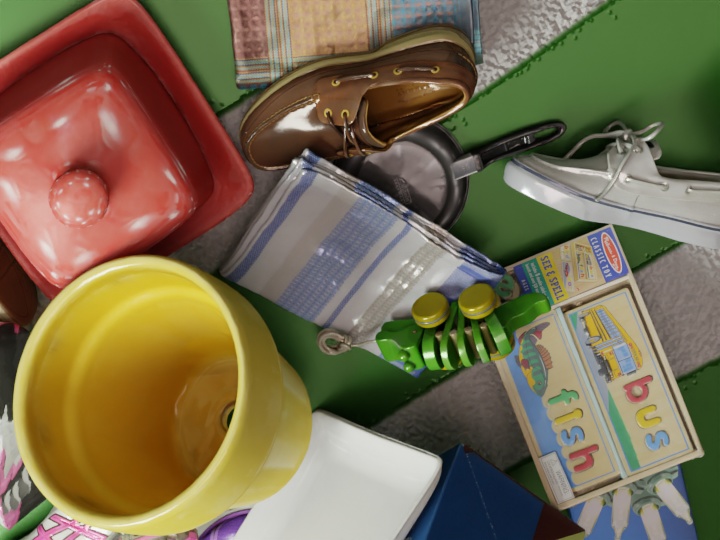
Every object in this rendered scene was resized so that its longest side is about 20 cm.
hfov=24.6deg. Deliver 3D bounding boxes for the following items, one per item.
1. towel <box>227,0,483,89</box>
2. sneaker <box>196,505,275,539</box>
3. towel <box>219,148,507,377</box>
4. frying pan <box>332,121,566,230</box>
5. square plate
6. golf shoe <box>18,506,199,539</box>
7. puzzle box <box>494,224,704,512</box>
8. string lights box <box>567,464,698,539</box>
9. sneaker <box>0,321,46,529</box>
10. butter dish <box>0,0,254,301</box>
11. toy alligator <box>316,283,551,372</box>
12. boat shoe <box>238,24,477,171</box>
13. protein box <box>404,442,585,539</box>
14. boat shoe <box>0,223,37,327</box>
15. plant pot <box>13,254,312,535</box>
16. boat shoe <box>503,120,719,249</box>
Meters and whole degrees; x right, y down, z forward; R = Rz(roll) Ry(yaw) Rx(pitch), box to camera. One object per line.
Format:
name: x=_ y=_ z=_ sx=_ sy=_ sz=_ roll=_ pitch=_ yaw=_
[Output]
towel: x=-0.005 y=-0.219 z=1.272 sx=0.197 sy=0.022 sz=0.148 roll=-6 pitch=108 yaw=-2
sneaker: x=-0.137 y=0.268 z=1.395 sx=0.199 sy=0.084 sz=0.081 roll=-29 pitch=109 yaw=5
towel: x=0.000 y=0.000 z=1.318 sx=0.199 sy=0.024 sz=0.147 roll=29 pitch=127 yaw=-15
frying pan: x=0.069 y=-0.066 z=1.327 sx=0.188 sy=0.031 sz=0.116 roll=4 pitch=110 yaw=-2
square plate: x=-0.032 y=0.216 z=1.296 sx=0.028 sy=0.197 sz=0.201 roll=38 pitch=77 yaw=-30
golf shoe: x=-0.228 y=0.216 z=1.388 sx=0.198 sy=0.073 sz=0.093 roll=-20 pitch=67 yaw=15
puzzle box: x=0.181 y=0.079 z=1.334 sx=0.132 sy=0.025 sz=0.202 roll=-22 pitch=80 yaw=3
string lights box: x=0.223 y=0.183 z=1.401 sx=0.102 sy=0.059 sz=0.202 roll=-15 pitch=108 yaw=5
sneaker: x=-0.298 y=0.114 z=1.344 sx=0.086 sy=0.080 sz=0.202 roll=23 pitch=128 yaw=32
butter dish: x=-0.206 y=-0.073 z=1.241 sx=0.198 sy=0.148 sz=0.201 roll=-30 pitch=108 yaw=7
toy alligator: x=0.055 y=0.058 z=1.310 sx=0.198 sy=0.055 sz=0.060 roll=-12 pitch=128 yaw=17
boat shoe: x=-0.004 y=-0.124 z=1.266 sx=0.198 sy=0.068 sz=0.072 roll=-20 pitch=128 yaw=13
protein box: x=0.046 y=0.279 z=1.310 sx=0.134 sy=0.200 sz=0.200 roll=35 pitch=142 yaw=-14
boat shoe: x=-0.333 y=-0.028 z=1.294 sx=0.064 sy=0.072 sz=0.201 roll=-27 pitch=115 yaw=26
plant pot: x=-0.133 y=0.105 z=1.268 sx=0.199 sy=0.189 sz=0.203 roll=-6 pitch=76 yaw=23
boat shoe: x=0.216 y=-0.081 z=1.306 sx=0.200 sy=0.075 sz=0.087 roll=14 pitch=108 yaw=-11
